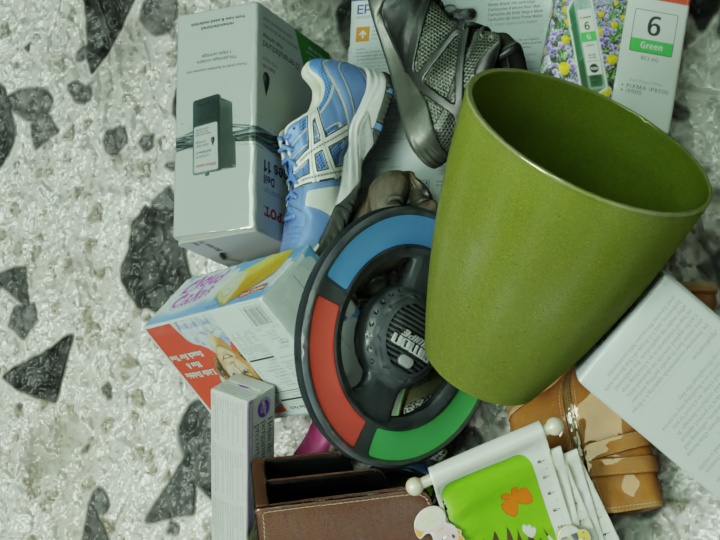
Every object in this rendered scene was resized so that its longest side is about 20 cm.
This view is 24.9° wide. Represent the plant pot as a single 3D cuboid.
[{"bbox_3d":[0.124,-0.011,1.171,0.187,0.186,0.201,40,122,28],"label":"plant pot"}]

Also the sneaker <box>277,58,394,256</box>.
[{"bbox_3d":[-0.038,-0.082,1.355,0.076,0.076,0.202,21,73,-13],"label":"sneaker"}]

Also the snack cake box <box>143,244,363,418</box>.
[{"bbox_3d":[-0.080,0.057,1.334,0.199,0.115,0.067,-14,29,54],"label":"snack cake box"}]

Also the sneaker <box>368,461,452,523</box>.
[{"bbox_3d":[0.079,0.212,1.281,0.199,0.089,0.079,27,91,27],"label":"sneaker"}]

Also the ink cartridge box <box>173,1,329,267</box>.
[{"bbox_3d":[-0.091,-0.109,1.412,0.082,0.146,0.202,-6,77,24],"label":"ink cartridge box"}]

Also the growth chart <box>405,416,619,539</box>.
[{"bbox_3d":[0.131,0.210,1.218,0.144,0.018,0.201,-31,101,-1],"label":"growth chart"}]

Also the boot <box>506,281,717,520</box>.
[{"bbox_3d":[0.203,0.105,1.248,0.199,0.077,0.157,-25,66,23],"label":"boot"}]

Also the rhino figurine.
[{"bbox_3d":[0.000,0.000,1.359,0.201,0.059,0.088,-54,27,30],"label":"rhino figurine"}]

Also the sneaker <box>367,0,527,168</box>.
[{"bbox_3d":[0.073,-0.195,1.344,0.113,0.076,0.201,-23,71,18],"label":"sneaker"}]

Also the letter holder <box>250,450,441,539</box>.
[{"bbox_3d":[-0.006,0.251,1.272,0.141,0.101,0.202,-6,105,-4],"label":"letter holder"}]

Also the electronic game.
[{"bbox_3d":[0.031,0.051,1.255,0.041,0.199,0.202,7,80,50],"label":"electronic game"}]

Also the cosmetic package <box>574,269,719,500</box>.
[{"bbox_3d":[0.262,0.100,1.179,0.200,0.071,0.102,40,97,1],"label":"cosmetic package"}]

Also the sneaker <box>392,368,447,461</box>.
[{"bbox_3d":[0.068,0.067,1.348,0.088,0.077,0.202,22,87,-2],"label":"sneaker"}]

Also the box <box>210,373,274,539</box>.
[{"bbox_3d":[-0.096,0.185,1.327,0.041,0.039,0.202,14,114,31],"label":"box"}]

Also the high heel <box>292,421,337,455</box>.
[{"bbox_3d":[-0.052,0.144,1.380,0.095,0.067,0.202,16,96,24],"label":"high heel"}]

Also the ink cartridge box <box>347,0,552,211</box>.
[{"bbox_3d":[0.076,-0.141,1.393,0.198,0.041,0.202,0,78,27],"label":"ink cartridge box"}]

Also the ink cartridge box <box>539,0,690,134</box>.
[{"bbox_3d":[0.208,-0.208,1.315,0.108,0.050,0.202,10,83,3],"label":"ink cartridge box"}]

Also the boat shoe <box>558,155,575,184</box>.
[{"bbox_3d":[0.141,-0.030,1.275,0.201,0.067,0.072,-65,20,8],"label":"boat shoe"}]
